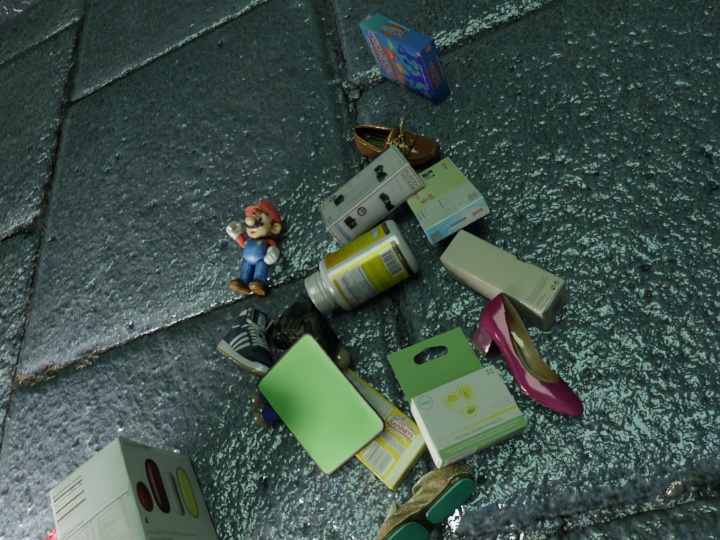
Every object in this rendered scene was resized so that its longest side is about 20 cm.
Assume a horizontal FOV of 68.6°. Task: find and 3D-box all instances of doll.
[{"bbox_3d":[-0.104,0.195,0.938,0.199,0.048,0.137,-34,43,12],"label":"doll"}]

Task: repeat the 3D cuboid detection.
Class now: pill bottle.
[{"bbox_3d":[0.000,0.000,0.973,0.199,0.109,0.110,-30,55,7],"label":"pill bottle"}]

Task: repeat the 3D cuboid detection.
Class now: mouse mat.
[{"bbox_3d":[-0.070,0.220,0.863,0.200,0.008,0.161,49,115,10],"label":"mouse mat"}]

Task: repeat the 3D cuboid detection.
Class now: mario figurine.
[{"bbox_3d":[-0.228,-0.057,1.106,0.122,0.106,0.202,10,72,-9],"label":"mario figurine"}]

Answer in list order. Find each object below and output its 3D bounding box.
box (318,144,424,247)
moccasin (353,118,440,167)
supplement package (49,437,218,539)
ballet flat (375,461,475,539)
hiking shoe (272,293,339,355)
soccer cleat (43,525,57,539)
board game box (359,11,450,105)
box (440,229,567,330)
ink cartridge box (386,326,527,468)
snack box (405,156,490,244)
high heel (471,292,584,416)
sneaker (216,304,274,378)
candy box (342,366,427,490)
[{"bbox_3d":[0.018,-0.147,1.037,0.199,0.060,0.117,-39,31,9],"label":"box"},{"bbox_3d":[0.073,-0.270,1.104,0.200,0.078,0.074,26,76,33],"label":"moccasin"},{"bbox_3d":[-0.362,0.416,0.864,0.147,0.191,0.200,-38,55,0],"label":"supplement package"},{"bbox_3d":[0.084,0.357,0.781,0.200,0.071,0.065,-40,27,-3],"label":"ballet flat"},{"bbox_3d":[-0.104,0.118,0.945,0.100,0.076,0.200,-40,21,-3],"label":"hiking shoe"},{"bbox_3d":[-0.548,0.493,0.979,0.068,0.073,0.202,9,68,28],"label":"soccer cleat"},{"bbox_3d":[0.097,-0.464,1.153,0.045,0.152,0.200,-45,54,-3],"label":"board game box"},{"bbox_3d":[0.236,0.013,0.877,0.199,0.082,0.069,33,80,33],"label":"box"},{"bbox_3d":[0.142,0.182,0.822,0.144,0.048,0.201,-19,57,-11],"label":"ink cartridge box"},{"bbox_3d":[0.148,-0.135,0.978,0.115,0.037,0.201,-29,33,8],"label":"snack box"},{"bbox_3d":[0.258,0.124,0.788,0.199,0.067,0.097,37,120,29],"label":"high heel"},{"bbox_3d":[-0.195,0.132,0.991,0.199,0.070,0.109,14,66,53],"label":"sneaker"},{"bbox_3d":[0.014,0.256,0.878,0.199,0.026,0.102,34,76,35],"label":"candy box"}]
